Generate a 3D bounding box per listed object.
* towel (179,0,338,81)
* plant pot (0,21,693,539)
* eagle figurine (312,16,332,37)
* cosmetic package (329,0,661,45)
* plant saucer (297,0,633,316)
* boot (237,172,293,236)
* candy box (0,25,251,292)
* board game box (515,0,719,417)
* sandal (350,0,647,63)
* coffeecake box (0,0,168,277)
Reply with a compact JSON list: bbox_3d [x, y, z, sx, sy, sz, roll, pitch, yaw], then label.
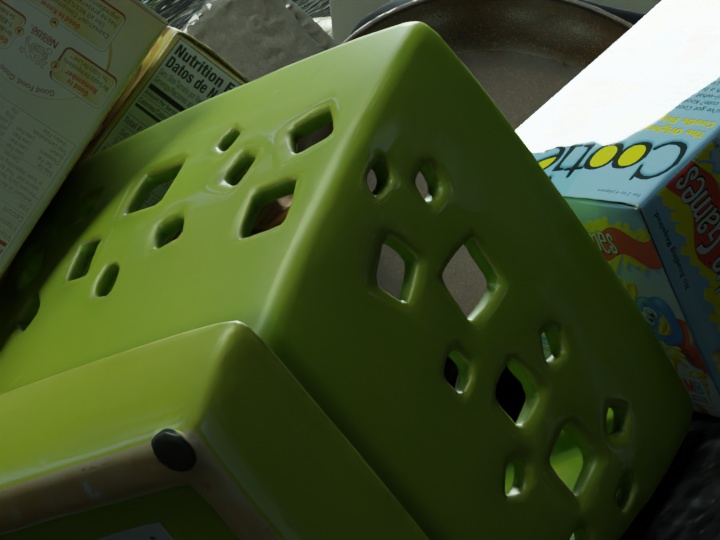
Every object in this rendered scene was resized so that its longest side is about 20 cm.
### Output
[{"bbox_3d":[-0.078,-0.051,0.999,0.200,0.133,0.034,-45,-3,-18],"label":"towel"},{"bbox_3d":[-0.027,0.060,0.700,0.199,0.200,0.182,-19,28,39],"label":"plant pot"},{"bbox_3d":[0.033,-0.172,1.239,0.151,0.152,0.200,-41,-28,18],"label":"eagle figurine"},{"bbox_3d":[0.089,-0.141,1.072,0.200,0.073,0.104,-5,-1,10],"label":"cosmetic package"},{"bbox_3d":[0.069,-0.041,0.878,0.200,0.200,0.032,-41,-21,-25],"label":"plant saucer"},{"bbox_3d":[-0.047,0.049,0.884,0.201,0.144,0.071,-58,-10,-13],"label":"boot"},{"bbox_3d":[-0.125,-0.014,0.854,0.200,0.056,0.117,-53,16,-1],"label":"candy box"},{"bbox_3d":[0.155,-0.048,0.790,0.200,0.103,0.105,-41,29,-25],"label":"board game box"},{"bbox_3d":[0.095,-0.104,0.969,0.200,0.043,0.076,4,-21,-14],"label":"sandal"},{"bbox_3d":[-0.167,-0.029,0.756,0.200,0.073,0.154,-57,14,-4],"label":"coffeecake box"}]
